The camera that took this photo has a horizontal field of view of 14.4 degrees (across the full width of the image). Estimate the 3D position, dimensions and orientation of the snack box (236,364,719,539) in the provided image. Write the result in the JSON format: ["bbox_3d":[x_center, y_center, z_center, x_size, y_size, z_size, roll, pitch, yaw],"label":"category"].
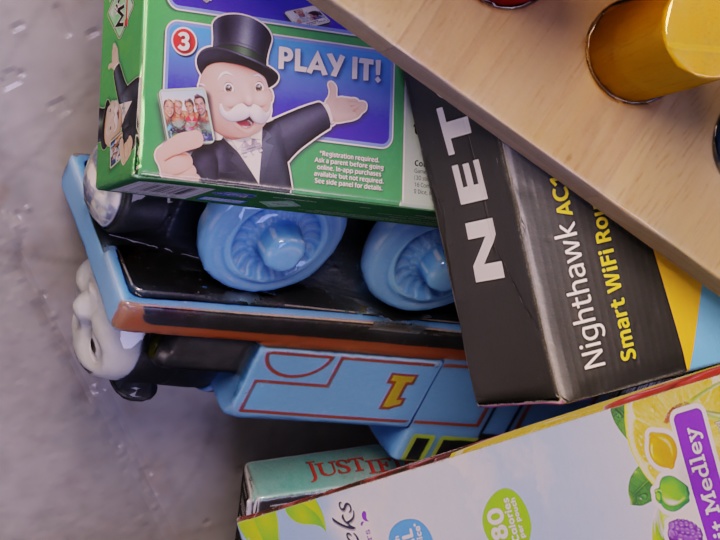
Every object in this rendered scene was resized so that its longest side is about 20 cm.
[{"bbox_3d":[0.096,0.064,0.794,0.200,0.068,0.169,-19,173,41],"label":"snack box"}]

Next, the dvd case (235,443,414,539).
[{"bbox_3d":[0.021,0.131,1.012,0.146,0.022,0.200,-8,135,-15],"label":"dvd case"}]

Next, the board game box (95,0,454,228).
[{"bbox_3d":[0.023,-0.080,0.820,0.200,0.029,0.135,6,81,-29],"label":"board game box"}]

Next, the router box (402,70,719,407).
[{"bbox_3d":[0.084,-0.073,0.806,0.149,0.051,0.200,-14,91,-27],"label":"router box"}]

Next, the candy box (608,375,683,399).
[{"bbox_3d":[0.122,0.071,1.038,0.200,0.026,0.102,11,121,-32],"label":"candy box"}]

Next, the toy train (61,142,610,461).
[{"bbox_3d":[0.000,0.000,0.887,0.200,0.087,0.114,4,128,-29],"label":"toy train"}]

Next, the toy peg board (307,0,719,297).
[{"bbox_3d":[0.096,-0.121,0.719,0.199,0.098,0.200,35,81,-9],"label":"toy peg board"}]
